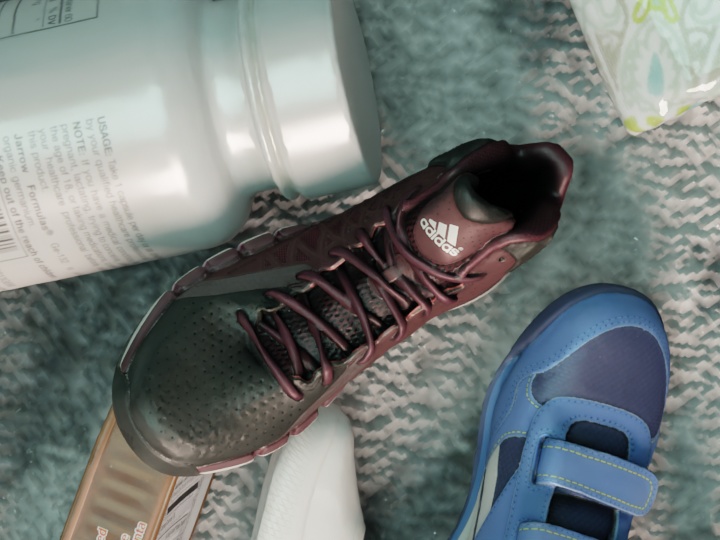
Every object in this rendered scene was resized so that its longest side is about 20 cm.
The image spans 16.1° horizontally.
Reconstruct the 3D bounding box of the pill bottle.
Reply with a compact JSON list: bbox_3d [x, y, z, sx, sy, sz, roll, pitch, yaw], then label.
[{"bbox_3d":[-0.098,-0.059,1.022,0.199,0.114,0.115,-11,90,9],"label":"pill bottle"}]

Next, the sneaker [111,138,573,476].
[{"bbox_3d":[0.000,0.000,0.959,0.200,0.115,0.076,-35,90,-27],"label":"sneaker"}]

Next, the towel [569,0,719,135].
[{"bbox_3d":[0.162,-0.169,0.991,0.200,0.048,0.172,-23,87,14],"label":"towel"}]

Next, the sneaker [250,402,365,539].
[{"bbox_3d":[-0.009,0.152,1.045,0.088,0.075,0.201,8,101,0],"label":"sneaker"}]

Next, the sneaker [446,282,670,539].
[{"bbox_3d":[0.077,0.104,0.995,0.074,0.082,0.200,19,96,-24],"label":"sneaker"}]

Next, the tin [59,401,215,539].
[{"bbox_3d":[-0.096,0.114,1.036,0.042,0.112,0.200,21,98,2],"label":"tin"}]
